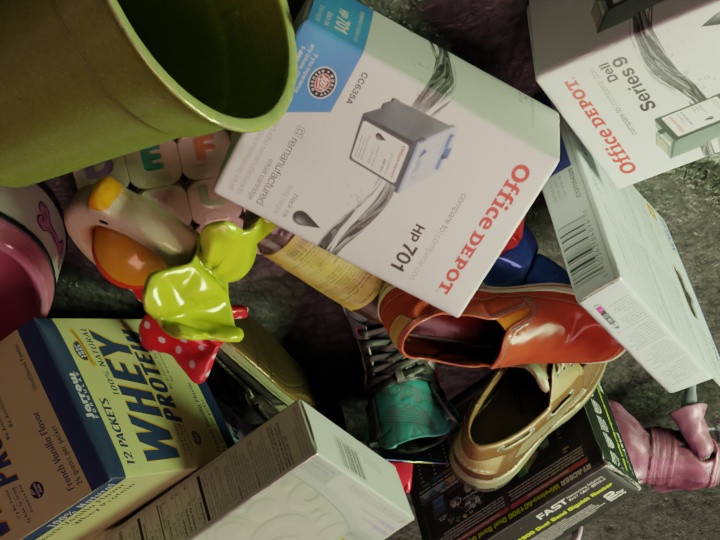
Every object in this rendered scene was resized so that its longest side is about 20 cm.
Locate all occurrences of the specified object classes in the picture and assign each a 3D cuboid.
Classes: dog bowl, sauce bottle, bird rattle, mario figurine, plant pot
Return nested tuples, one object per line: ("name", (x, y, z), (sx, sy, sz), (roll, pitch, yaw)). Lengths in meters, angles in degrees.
("dog bowl", (-0.315, 0.003, 1.215), (0.198, 0.074, 0.201), (-8, 137, -8))
("sauce bottle", (0.000, 0.000, 1.264), (0.199, 0.065, 0.065), (35, 120, -28))
("bird rattle", (-0.143, -0.008, 1.210), (0.162, 0.113, 0.200), (37, 166, -9))
("mario figurine", (0.108, -0.037, 1.277), (0.199, 0.107, 0.123), (35, 119, -24))
("plant pot", (-0.172, -0.143, 1.036), (0.189, 0.202, 0.200), (-25, 138, 29))

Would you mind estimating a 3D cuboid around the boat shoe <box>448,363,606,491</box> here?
("boat shoe", (0.147, 0.094, 1.366), (0.200, 0.075, 0.074), (-51, 161, -24))

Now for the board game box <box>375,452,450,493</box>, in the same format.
("board game box", (-0.009, 0.176, 1.417), (0.156, 0.039, 0.200), (5, 176, -12))

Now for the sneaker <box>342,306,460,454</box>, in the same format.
("sneaker", (0.030, 0.084, 1.359), (0.083, 0.122, 0.201), (-16, 138, 2))

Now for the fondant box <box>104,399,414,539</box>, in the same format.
("fondant box", (-0.078, 0.201, 1.287), (0.199, 0.059, 0.144), (-35, 138, 15))

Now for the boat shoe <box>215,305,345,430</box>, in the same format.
("boat shoe", (-0.083, 0.098, 1.379), (0.064, 0.074, 0.200), (-32, 135, 13))

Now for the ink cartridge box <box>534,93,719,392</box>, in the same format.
("ink cartridge box", (0.200, -0.010, 1.250), (0.043, 0.198, 0.200), (-29, 135, 18))

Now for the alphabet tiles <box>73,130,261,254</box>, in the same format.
("alphabet tiles", (-0.113, -0.072, 1.234), (0.198, 0.015, 0.197), (-10, 137, -5))

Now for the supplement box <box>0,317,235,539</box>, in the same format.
("supplement box", (-0.238, 0.143, 1.280), (0.199, 0.135, 0.199), (-34, 165, 20))

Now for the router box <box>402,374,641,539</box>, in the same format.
("router box", (0.136, 0.171, 1.459), (0.199, 0.151, 0.062), (-36, 134, 23))

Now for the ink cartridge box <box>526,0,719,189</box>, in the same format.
("ink cartridge box", (0.237, -0.157, 1.161), (0.198, 0.085, 0.146), (-21, 137, 24))

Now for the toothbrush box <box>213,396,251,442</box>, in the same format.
("toothbrush box", (-0.184, 0.217, 1.424), (0.199, 0.147, 0.086), (-32, 135, 20))

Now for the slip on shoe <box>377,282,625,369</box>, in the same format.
("slip on shoe", (0.110, 0.048, 1.238), (0.198, 0.062, 0.075), (7, 129, -12))

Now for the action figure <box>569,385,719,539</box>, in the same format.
("action figure", (0.268, 0.168, 1.505), (0.197, 0.150, 0.135), (2, 131, 3))

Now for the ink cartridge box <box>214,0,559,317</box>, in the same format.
("ink cartridge box", (0.020, -0.083, 1.145), (0.199, 0.086, 0.147), (27, 116, -8))
